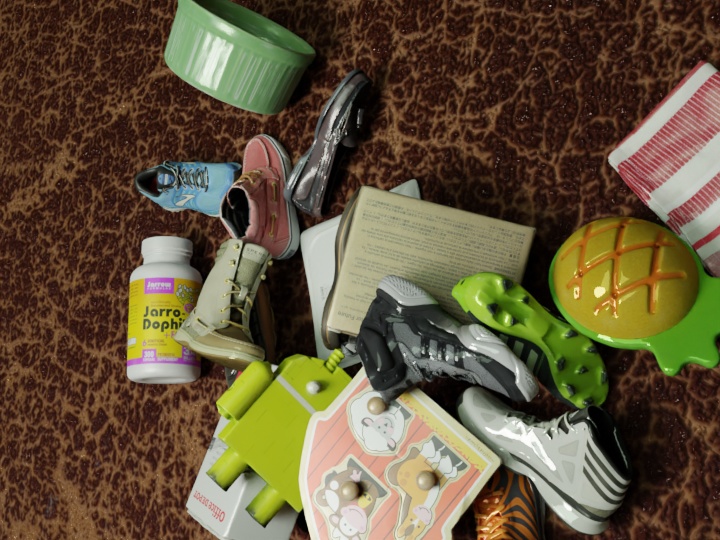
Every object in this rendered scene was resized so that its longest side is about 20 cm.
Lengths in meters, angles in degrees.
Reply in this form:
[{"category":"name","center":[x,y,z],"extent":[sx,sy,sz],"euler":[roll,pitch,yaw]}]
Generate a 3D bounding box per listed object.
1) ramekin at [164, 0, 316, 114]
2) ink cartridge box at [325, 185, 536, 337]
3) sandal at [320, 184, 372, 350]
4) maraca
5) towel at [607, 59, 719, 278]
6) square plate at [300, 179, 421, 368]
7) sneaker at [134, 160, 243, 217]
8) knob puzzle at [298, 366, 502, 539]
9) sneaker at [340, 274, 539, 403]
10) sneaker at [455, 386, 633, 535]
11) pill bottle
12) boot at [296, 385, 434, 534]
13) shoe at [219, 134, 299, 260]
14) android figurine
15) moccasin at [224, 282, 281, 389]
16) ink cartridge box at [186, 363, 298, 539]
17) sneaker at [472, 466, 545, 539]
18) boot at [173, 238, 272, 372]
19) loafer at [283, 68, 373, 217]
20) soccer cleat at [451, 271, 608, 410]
[{"category":"ramekin","center":[-0.169,-0.294,1.266],"extent":[0.200,0.199,0.098],"euler":[42,113,36]},{"category":"ink cartridge box","center":[0.079,0.010,1.031],"extent":[0.198,0.075,0.166],"euler":[15,91,10]},{"category":"sandal","center":[0.000,0.000,1.110],"extent":[0.054,0.082,0.202],"euler":[12,86,22]},{"category":"maraca","center":[0.274,0.020,0.902],"extent":[0.137,0.107,0.200],"euler":[-49,53,-6]},{"category":"towel","center":[0.354,-0.098,0.923],"extent":[0.144,0.023,0.201],"euler":[-46,56,20]},{"category":"square plate","center":[0.004,0.009,1.170],"extent":[0.197,0.028,0.202],"euler":[-22,67,32]},{"category":"sneaker","center":[-0.254,-0.123,1.359],"extent":[0.199,0.090,0.079],"euler":[-3,79,37]},{"category":"knob puzzle","center":[0.016,0.216,0.963],"extent":[0.218,0.030,0.222],"euler":[-3,79,16]},{"category":"sneaker","center":[0.074,0.098,0.934],"extent":[0.199,0.076,0.114],"euler":[34,81,25]},{"category":"sneaker","center":[0.193,0.159,0.943],"extent":[0.200,0.075,0.116],"euler":[40,124,27]},{"category":"pill bottle","center":[-0.279,0.057,1.332],"extent":[0.104,0.104,0.202],"euler":[-11,74,36]},{"category":"boot","center":[0.009,0.225,1.092],"extent":[0.161,0.073,0.200],"euler":[4,78,40]},{"category":"shoe","center":[-0.143,-0.113,1.264],"extent":[0.071,0.091,0.202],"euler":[-31,58,30]},{"category":"android figurine","center":[-0.070,0.177,1.025],"extent":[0.200,0.182,0.041],"euler":[-46,14,-15]},{"category":"moccasin","center":[-0.144,0.098,1.244],"extent":[0.073,0.078,0.203],"euler":[-21,63,16]},{"category":"ink cartridge box","center":[-0.117,0.216,1.107],"extent":[0.145,0.083,0.202],"euler":[3,71,63]},{"category":"sneaker","center":[0.141,0.265,0.954],"extent":[0.077,0.112,0.201],"euler":[-33,62,28]},{"category":"boot","center":[-0.153,0.040,1.153],"extent":[0.199,0.072,0.156],"euler":[10,73,59]},{"category":"loafer","center":[-0.029,-0.162,1.217],"extent":[0.063,0.072,0.201],"euler":[37,110,17]},{"category":"soccer cleat","center":[0.176,0.069,0.948],"extent":[0.068,0.200,0.081],"euler":[-52,19,-11]}]
